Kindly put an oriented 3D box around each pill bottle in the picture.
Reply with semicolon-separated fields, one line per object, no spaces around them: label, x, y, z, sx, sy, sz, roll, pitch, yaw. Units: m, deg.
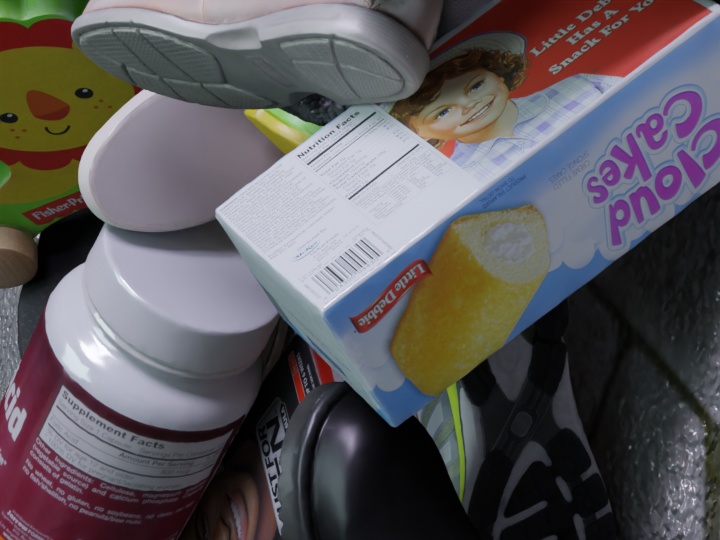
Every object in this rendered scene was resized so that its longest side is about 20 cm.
pill bottle;-0.118;0.065;1.304;0.200;0.114;0.114;-61;37;36

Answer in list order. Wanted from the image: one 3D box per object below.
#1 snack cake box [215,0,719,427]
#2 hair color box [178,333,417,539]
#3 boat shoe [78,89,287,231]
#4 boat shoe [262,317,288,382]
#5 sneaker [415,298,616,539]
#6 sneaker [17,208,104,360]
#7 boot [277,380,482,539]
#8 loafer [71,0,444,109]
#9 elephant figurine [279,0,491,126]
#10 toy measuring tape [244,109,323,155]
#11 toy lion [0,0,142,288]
snack cake box;0.054;-0.040;1.046;0.067;0.200;0.115;57;172;-31
hair color box;-0.033;0.125;1.318;0.200;0.061;0.102;-56;40;44
boat shoe;-0.064;-0.085;1.286;0.093;0.200;0.075;17;133;60
boat shoe;-0.084;0.002;1.434;0.068;0.072;0.201;128;147;-53
sneaker;0.061;0.078;1.137;0.081;0.074;0.201;169;97;-74
sneaker;-0.143;-0.003;1.491;0.067;0.108;0.202;-16;61;20
boot;0.067;0.134;1.026;0.157;0.079;0.212;-13;102;40
loafer;-0.039;-0.108;1.093;0.200;0.072;0.063;6;64;45
elephant figurine;0.021;-0.105;1.149;0.142;0.155;0.201;108;171;-74
toy measuring tape;-0.020;-0.076;1.209;0.073;0.200;0.074;-23;45;25
toy lion;-0.175;-0.079;1.351;0.199;0.192;0.069;-20;55;25
